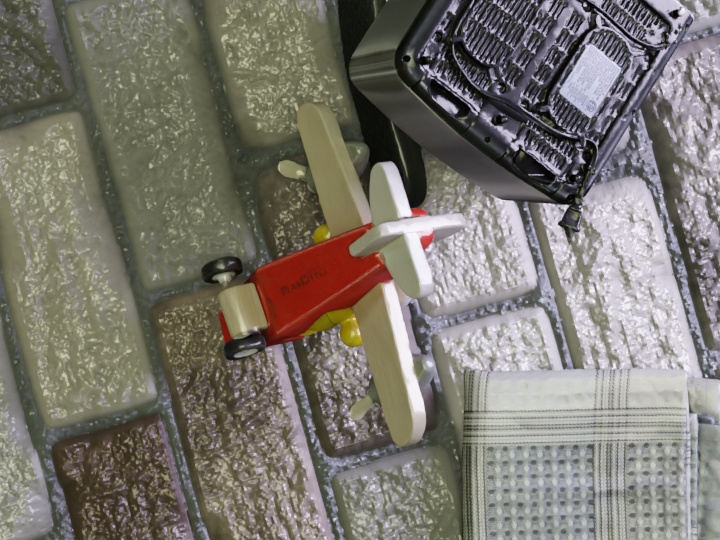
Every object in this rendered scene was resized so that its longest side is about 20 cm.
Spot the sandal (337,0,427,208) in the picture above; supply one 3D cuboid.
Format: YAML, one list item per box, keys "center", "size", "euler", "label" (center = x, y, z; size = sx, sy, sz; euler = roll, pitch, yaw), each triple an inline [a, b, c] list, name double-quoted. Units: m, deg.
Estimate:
- center: [0.023, -0.146, 1.665]
  size: [0.048, 0.075, 0.202]
  euler: [-13, 95, -24]
  label: "sandal"

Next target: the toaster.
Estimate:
- center: [0.111, -0.151, 1.595]
  size: [0.180, 0.119, 0.201]
  euler: [36, 78, -18]
  label: "toaster"

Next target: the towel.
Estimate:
- center: [0.174, 0.169, 1.655]
  size: [0.199, 0.035, 0.194]
  euler: [1, 87, 1]
  label: "towel"

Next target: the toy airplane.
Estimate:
- center: [0.000, 0.000, 1.617]
  size: [0.199, 0.141, 0.201]
  euler: [27, 104, 34]
  label: "toy airplane"
